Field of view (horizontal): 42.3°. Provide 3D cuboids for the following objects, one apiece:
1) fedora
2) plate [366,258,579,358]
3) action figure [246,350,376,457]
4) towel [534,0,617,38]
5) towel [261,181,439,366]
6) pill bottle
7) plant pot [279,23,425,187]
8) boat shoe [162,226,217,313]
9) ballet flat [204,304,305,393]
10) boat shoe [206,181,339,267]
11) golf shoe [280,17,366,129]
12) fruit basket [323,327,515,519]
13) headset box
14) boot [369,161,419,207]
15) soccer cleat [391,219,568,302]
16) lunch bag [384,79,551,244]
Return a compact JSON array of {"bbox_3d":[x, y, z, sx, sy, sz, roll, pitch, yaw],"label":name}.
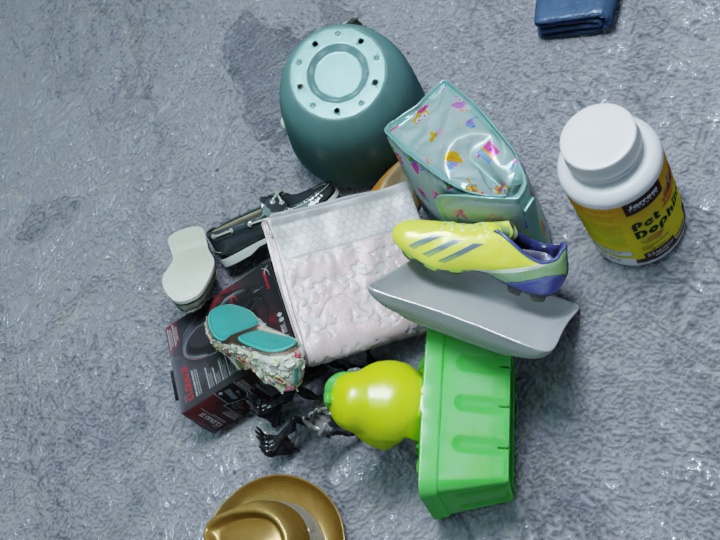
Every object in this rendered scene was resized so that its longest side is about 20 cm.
[{"bbox_3d":[-0.117,0.322,1.079,0.200,0.082,0.201,-14,59,23],"label":"fedora"},{"bbox_3d":[0.126,0.040,1.013,0.199,0.200,0.032,18,108,17],"label":"plate"},{"bbox_3d":[-0.042,0.153,1.115,0.200,0.102,0.119,-26,51,19],"label":"action figure"},{"bbox_3d":[0.299,-0.404,1.245,0.111,0.049,0.201,2,66,31],"label":"towel"},{"bbox_3d":[0.000,0.000,1.119,0.199,0.032,0.192,-15,76,-16],"label":"towel"},{"bbox_3d":[0.278,-0.092,0.997,0.109,0.200,0.110,-13,60,24],"label":"pill bottle"},{"bbox_3d":[-0.017,-0.227,1.220,0.200,0.161,0.201,-2,79,8],"label":"plant pot"},{"bbox_3d":[-0.230,0.007,1.279,0.072,0.060,0.202,-14,29,-3],"label":"boat shoe"},{"bbox_3d":[-0.129,0.096,1.103,0.075,0.064,0.200,-20,23,-26],"label":"ballet flat"},{"bbox_3d":[-0.124,-0.075,1.289,0.200,0.060,0.076,-31,14,10],"label":"boat shoe"},{"bbox_3d":[-0.055,-0.288,1.371,0.088,0.077,0.200,12,72,41],"label":"golf shoe"},{"bbox_3d":[0.066,0.157,1.014,0.215,0.156,0.216,-5,63,11],"label":"fruit basket"},{"bbox_3d":[-0.164,0.105,1.218,0.200,0.075,0.149,-32,48,12],"label":"headset box"},{"bbox_3d":[-0.009,-0.074,1.238,0.144,0.071,0.202,1,52,46],"label":"boot"},{"bbox_3d":[0.134,-0.031,1.033,0.199,0.084,0.065,18,39,10],"label":"soccer cleat"},{"bbox_3d":[0.139,-0.097,1.097,0.122,0.170,0.200,-39,55,-4],"label":"lunch bag"}]
